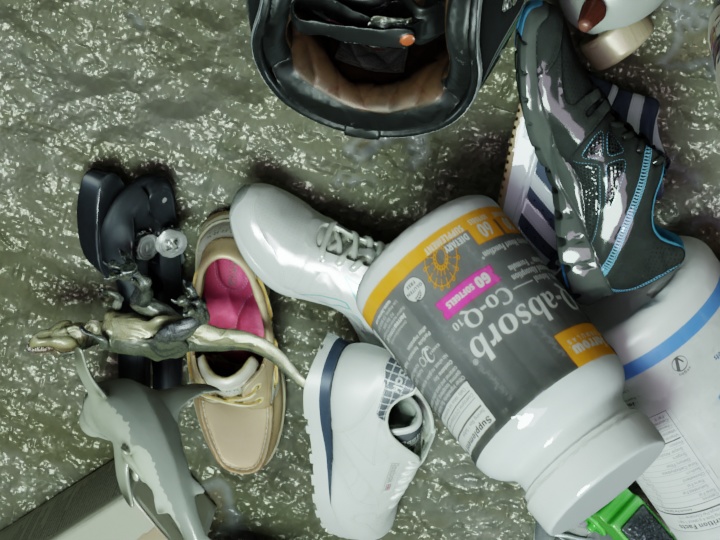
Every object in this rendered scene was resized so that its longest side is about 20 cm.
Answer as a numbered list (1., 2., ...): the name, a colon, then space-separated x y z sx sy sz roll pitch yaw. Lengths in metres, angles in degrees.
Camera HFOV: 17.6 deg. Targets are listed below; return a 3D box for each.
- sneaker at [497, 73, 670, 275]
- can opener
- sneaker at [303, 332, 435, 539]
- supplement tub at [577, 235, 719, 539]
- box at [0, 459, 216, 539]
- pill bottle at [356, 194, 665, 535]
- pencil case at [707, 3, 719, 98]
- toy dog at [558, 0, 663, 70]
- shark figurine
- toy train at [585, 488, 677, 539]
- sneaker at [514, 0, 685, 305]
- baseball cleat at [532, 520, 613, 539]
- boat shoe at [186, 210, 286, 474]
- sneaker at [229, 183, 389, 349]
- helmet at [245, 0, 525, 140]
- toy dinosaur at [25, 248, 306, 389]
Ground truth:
1. sneaker: 0.144 -0.035 1.562 0.108 0.070 0.202 12 113 4
2. can opener: -0.150 0.022 1.641 0.063 0.078 0.202 -21 120 -26
3. sneaker: 0.012 0.128 1.620 0.080 0.077 0.201 8 142 15
4. supplement tub: 0.229 0.090 1.575 0.131 0.132 0.200 -31 108 19
5. box: -0.211 0.215 1.711 0.199 0.095 0.078 -32 107 21
6. pill bottle: 0.096 0.060 1.476 0.116 0.116 0.200 -46 72 23
7. pencil case: 0.267 -0.109 1.440 0.089 0.200 0.078 11 119 -4
8. toy dog: 0.193 -0.206 1.462 0.131 0.096 0.201 32 115 -8
9. shark figurine: -0.124 0.117 1.571 0.089 0.215 0.129 -23 135 -19
10. toy train: 0.145 0.132 1.603 0.042 0.056 0.200 -45 105 -12
11. sneaker: 0.149 -0.081 1.481 0.081 0.073 0.201 -14 110 9
12. baseball cleat: 0.149 0.233 1.664 0.069 0.107 0.202 9 114 9
13. boat shoe: -0.093 0.061 1.637 0.073 0.069 0.202 -1 114 8
14. sneaker: 0.000 0.000 1.588 0.200 0.071 0.080 38 141 -16
15. helmet: 0.018 -0.202 1.437 0.198 0.192 0.201 8 150 5
16. toy dinosaur: -0.132 0.035 1.573 0.198 0.048 0.088 7 141 13
